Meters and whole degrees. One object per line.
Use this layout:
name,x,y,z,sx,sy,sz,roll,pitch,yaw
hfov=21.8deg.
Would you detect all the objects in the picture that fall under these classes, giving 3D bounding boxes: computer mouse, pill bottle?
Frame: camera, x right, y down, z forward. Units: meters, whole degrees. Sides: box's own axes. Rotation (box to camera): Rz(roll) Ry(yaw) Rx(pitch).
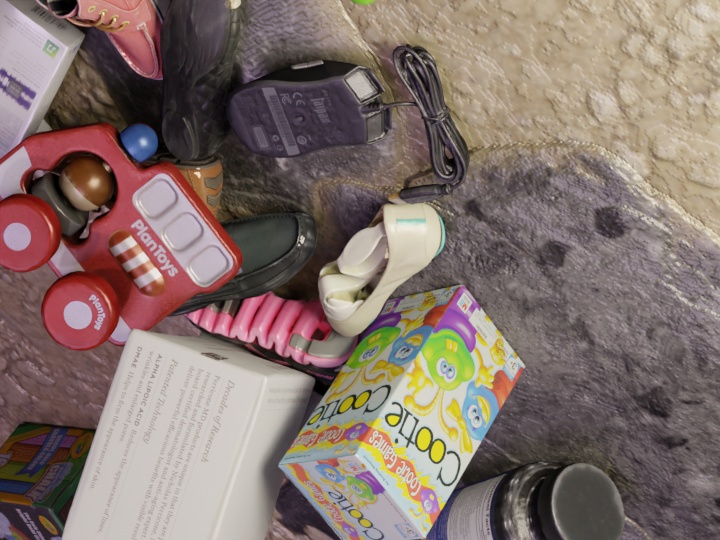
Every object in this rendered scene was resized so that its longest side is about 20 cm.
computer mouse,-0.003,-0.113,1.502,0.198,0.046,0.141,-9,122,31
pill bottle,0.147,0.240,1.720,0.112,0.112,0.200,45,144,-13

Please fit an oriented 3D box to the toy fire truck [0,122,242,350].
toy fire truck,-0.217,-0.040,1.609,0.167,0.112,0.201,-35,96,13

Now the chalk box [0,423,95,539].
chalk box,-0.329,0.265,2.139,0.199,0.124,0.125,2,132,37

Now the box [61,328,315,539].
box,-0.146,0.166,1.640,0.130,0.202,0.199,19,180,11

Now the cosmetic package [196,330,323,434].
cosmetic package,-0.081,0.141,1.792,0.199,0.091,0.107,33,175,6

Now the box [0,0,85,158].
box,-0.345,-0.173,1.667,0.144,0.036,0.200,37,124,2

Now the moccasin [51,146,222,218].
moccasin,-0.214,-0.081,1.683,0.200,0.074,0.078,11,110,19

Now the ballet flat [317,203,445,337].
ballet flat,0.000,0.000,1.602,0.069,0.070,0.200,38,140,-4

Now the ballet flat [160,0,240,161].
ballet flat,-0.129,-0.174,1.541,0.066,0.057,0.201,33,139,16

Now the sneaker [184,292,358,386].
sneaker,-0.090,0.054,1.749,0.199,0.079,0.096,25,159,19

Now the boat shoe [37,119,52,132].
boat shoe,-0.380,-0.144,1.758,0.199,0.066,0.072,29,144,9

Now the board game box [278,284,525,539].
board game box,0.038,0.124,1.600,0.103,0.201,0.105,-13,124,47

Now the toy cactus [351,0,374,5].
toy cactus,-0.035,-0.288,1.306,0.165,0.102,0.201,23,150,50

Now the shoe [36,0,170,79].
shoe,-0.213,-0.219,1.511,0.071,0.091,0.201,8,137,33

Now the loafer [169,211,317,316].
loafer,-0.127,-0.008,1.665,0.199,0.069,0.070,-19,151,31
